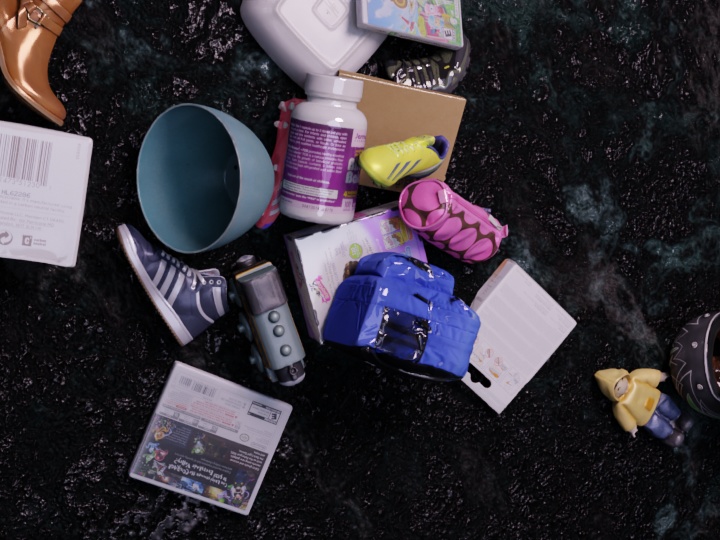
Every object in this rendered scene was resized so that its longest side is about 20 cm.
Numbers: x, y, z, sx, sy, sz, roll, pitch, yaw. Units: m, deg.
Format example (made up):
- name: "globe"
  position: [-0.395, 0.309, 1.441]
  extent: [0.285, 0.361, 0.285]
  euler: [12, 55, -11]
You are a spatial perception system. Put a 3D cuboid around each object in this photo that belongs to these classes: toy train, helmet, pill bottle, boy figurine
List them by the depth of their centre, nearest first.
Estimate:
- name: "pill bottle"
  position: [-0.050, -0.173, 1.440]
  extent: [0.111, 0.112, 0.202]
  euler: [5, 102, -19]
- name: "toy train"
  position: [-0.135, 0.076, 1.502]
  extent: [0.084, 0.114, 0.202]
  euler: [-20, 103, -15]
- name: "helmet"
  position: [0.623, 0.161, 1.731]
  extent: [0.188, 0.200, 0.203]
  euler: [7, 96, 17]
- name: "boy figurine"
  position: [0.488, 0.222, 1.762]
  extent: [0.199, 0.064, 0.125]
  euler: [37, 87, -22]

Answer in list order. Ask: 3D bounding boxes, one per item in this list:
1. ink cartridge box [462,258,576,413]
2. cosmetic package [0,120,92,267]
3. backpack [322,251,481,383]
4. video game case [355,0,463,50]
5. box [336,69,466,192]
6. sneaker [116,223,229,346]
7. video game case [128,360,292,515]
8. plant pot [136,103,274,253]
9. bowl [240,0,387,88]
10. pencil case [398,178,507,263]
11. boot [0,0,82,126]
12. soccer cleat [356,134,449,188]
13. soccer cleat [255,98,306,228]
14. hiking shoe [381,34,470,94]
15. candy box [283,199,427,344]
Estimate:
- name: "ink cartridge box"
  position: [0.237, 0.109, 1.677]
  extent: [0.162, 0.050, 0.200]
  euler: [41, 91, -19]
- name: "cosmetic package"
  position: [-0.448, -0.105, 1.325]
  extent: [0.165, 0.200, 0.168]
  euler: [8, 94, -19]
- name: "backpack"
  position: [0.076, 0.072, 1.474]
  extent: [0.198, 0.162, 0.169]
  euler: [22, 88, -21]
- name: "video game case"
  position: [0.071, -0.437, 1.501]
  extent: [0.180, 0.022, 0.203]
  euler: [5, 77, -32]
- name: "box"
  position: [0.044, -0.201, 1.524]
  extent: [0.198, 0.021, 0.165]
  euler: [10, 114, -12]
- name: "sneaker"
  position: [-0.264, 0.000, 1.470]
  extent: [0.108, 0.070, 0.201]
  euler: [-31, 112, -8]
- name: "video game case"
  position: [-0.226, 0.256, 1.544]
  extent: [0.198, 0.023, 0.184]
  euler: [24, 89, -21]
- name: "plant pot"
  position: [-0.198, -0.129, 1.432]
  extent: [0.134, 0.198, 0.203]
  euler: [-8, 102, -54]
- name: "bowl"
  position: [-0.052, -0.379, 1.494]
  extent: [0.200, 0.075, 0.200]
  euler: [44, 83, -20]
- name: "pencil case"
  position: [0.143, -0.077, 1.548]
  extent: [0.199, 0.093, 0.092]
  euler: [22, 67, -54]
- name: "boot"
  position: [-0.433, -0.312, 1.380]
  extent: [0.155, 0.077, 0.200]
  euler: [-45, 101, -12]
- name: "soccer cleat"
  position: [0.062, -0.165, 1.437]
  extent: [0.084, 0.200, 0.065]
  euler: [-42, 77, 28]
- name: "soccer cleat"
  position: [-0.105, -0.155, 1.512]
  extent: [0.076, 0.067, 0.202]
  euler: [14, 93, -34]
- name: "hiking shoe"
  position: [0.086, -0.295, 1.549]
  extent: [0.101, 0.076, 0.201]
  euler: [41, 84, -22]
- name: "candy box"
  position: [0.000, 0.000, 1.561]
  extent: [0.198, 0.071, 0.170]
  euler: [-17, 103, -17]
